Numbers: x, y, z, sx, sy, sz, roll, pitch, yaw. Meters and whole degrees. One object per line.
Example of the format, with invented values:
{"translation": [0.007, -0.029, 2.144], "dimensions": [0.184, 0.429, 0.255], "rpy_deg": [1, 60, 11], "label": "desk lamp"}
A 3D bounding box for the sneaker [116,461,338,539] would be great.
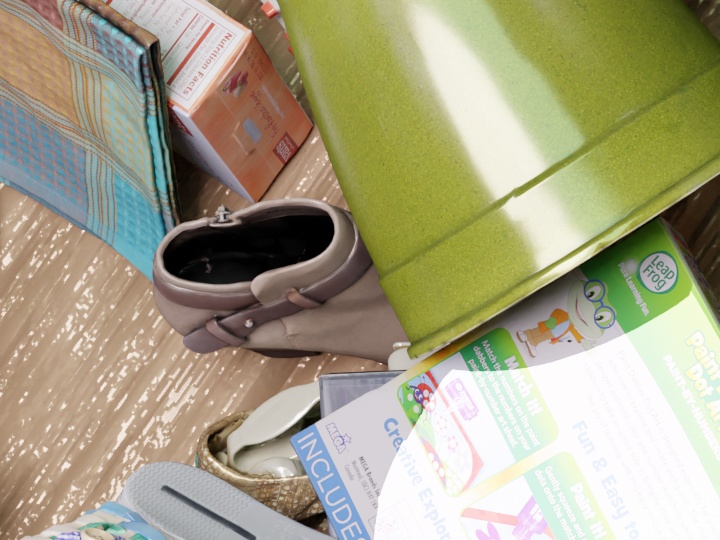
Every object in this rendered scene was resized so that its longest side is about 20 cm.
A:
{"translation": [-0.031, 0.163, 1.320], "dimensions": [0.200, 0.071, 0.073], "rpy_deg": [32, 43, 22], "label": "sneaker"}

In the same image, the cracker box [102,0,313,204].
{"translation": [-0.129, -0.125, 1.441], "dimensions": [0.200, 0.134, 0.058], "rpy_deg": [35, 83, 20], "label": "cracker box"}

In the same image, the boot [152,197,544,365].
{"translation": [0.000, 0.000, 1.365], "dimensions": [0.199, 0.146, 0.070], "rpy_deg": [-15, 70, 9], "label": "boot"}

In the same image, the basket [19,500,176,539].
{"translation": [-0.126, 0.197, 1.222], "dimensions": [0.176, 0.139, 0.200], "rpy_deg": [23, 43, 24], "label": "basket"}

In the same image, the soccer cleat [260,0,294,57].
{"translation": [-0.023, -0.155, 1.463], "dimensions": [0.078, 0.069, 0.200], "rpy_deg": [-42, 66, -5], "label": "soccer cleat"}

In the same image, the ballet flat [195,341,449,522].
{"translation": [0.010, 0.073, 1.378], "dimensions": [0.200, 0.065, 0.071], "rpy_deg": [-23, 43, 4], "label": "ballet flat"}

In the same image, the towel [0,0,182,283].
{"translation": [-0.150, -0.083, 1.402], "dimensions": [0.146, 0.200, 0.022], "rpy_deg": [33, 63, 21], "label": "towel"}

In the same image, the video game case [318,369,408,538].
{"translation": [0.075, 0.115, 1.300], "dimensions": [0.199, 0.019, 0.143], "rpy_deg": [-4, 90, 27], "label": "video game case"}

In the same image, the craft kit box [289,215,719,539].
{"translation": [0.097, 0.111, 1.232], "dimensions": [0.197, 0.048, 0.200], "rpy_deg": [-31, 71, 15], "label": "craft kit box"}

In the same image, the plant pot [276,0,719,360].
{"translation": [0.057, -0.095, 1.262], "dimensions": [0.200, 0.200, 0.193], "rpy_deg": [-32, 90, 2], "label": "plant pot"}
